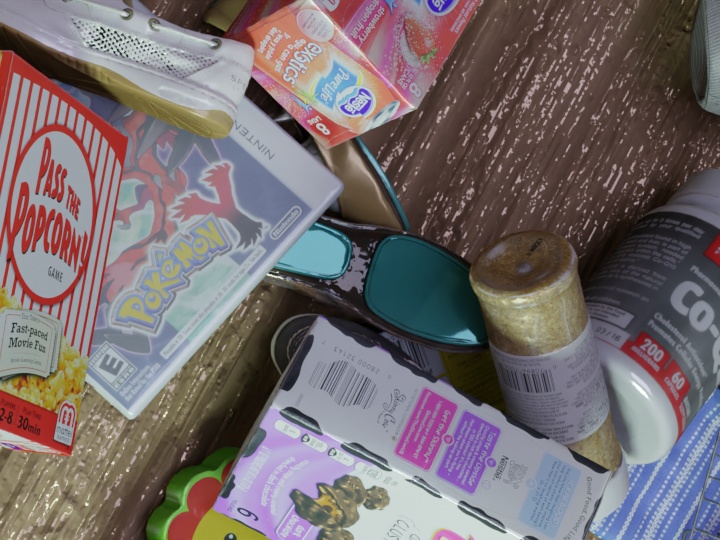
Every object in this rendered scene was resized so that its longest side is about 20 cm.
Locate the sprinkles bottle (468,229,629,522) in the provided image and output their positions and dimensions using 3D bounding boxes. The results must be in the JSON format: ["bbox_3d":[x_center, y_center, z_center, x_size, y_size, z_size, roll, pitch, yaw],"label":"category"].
[{"bbox_3d":[0.122,0.070,1.264,0.068,0.068,0.200,-32,129,-18],"label":"sprinkles bottle"}]

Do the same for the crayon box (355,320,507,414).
[{"bbox_3d":[0.059,0.118,1.363,0.127,0.051,0.200,-24,103,-20],"label":"crayon box"}]

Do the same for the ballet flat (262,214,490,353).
[{"bbox_3d":[0.000,0.000,1.295,0.200,0.067,0.068,24,82,-1],"label":"ballet flat"}]

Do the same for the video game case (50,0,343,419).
[{"bbox_3d":[-0.142,-0.041,1.240,0.182,0.023,0.200,41,78,2],"label":"video game case"}]

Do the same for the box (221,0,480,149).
[{"bbox_3d":[0.014,-0.187,1.256,0.103,0.095,0.200,44,54,-21],"label":"box"}]

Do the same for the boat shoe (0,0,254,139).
[{"bbox_3d":[-0.158,-0.147,1.210,0.200,0.071,0.069,23,80,3],"label":"boat shoe"}]

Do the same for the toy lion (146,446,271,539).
[{"bbox_3d":[-0.083,0.225,1.310,0.192,0.069,0.200,-31,106,-26],"label":"toy lion"}]

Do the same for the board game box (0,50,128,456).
[{"bbox_3d":[-0.200,-0.007,1.136,0.151,0.046,0.200,37,59,-66],"label":"board game box"}]

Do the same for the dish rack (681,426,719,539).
[{"bbox_3d":[0.314,0.172,1.459,0.153,0.055,0.200,15,91,-26],"label":"dish rack"}]

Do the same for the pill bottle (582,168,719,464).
[{"bbox_3d":[0.213,0.027,1.369,0.200,0.114,0.114,-48,111,-30],"label":"pill bottle"}]

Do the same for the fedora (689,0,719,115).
[{"bbox_3d":[0.279,-0.180,1.397,0.090,0.177,0.200,8,69,8],"label":"fedora"}]

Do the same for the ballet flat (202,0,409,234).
[{"bbox_3d":[-0.039,-0.095,1.299,0.063,0.069,0.200,-29,97,-9],"label":"ballet flat"}]

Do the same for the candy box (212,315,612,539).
[{"bbox_3d":[0.027,0.134,1.220,0.200,0.168,0.072,28,58,-1],"label":"candy box"}]

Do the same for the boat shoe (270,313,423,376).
[{"bbox_3d":[0.031,0.094,1.290,0.200,0.057,0.067,39,81,-21],"label":"boat shoe"}]

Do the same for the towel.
[{"bbox_3d":[0.241,0.154,1.461,0.200,0.024,0.145,37,81,-22],"label":"towel"}]
